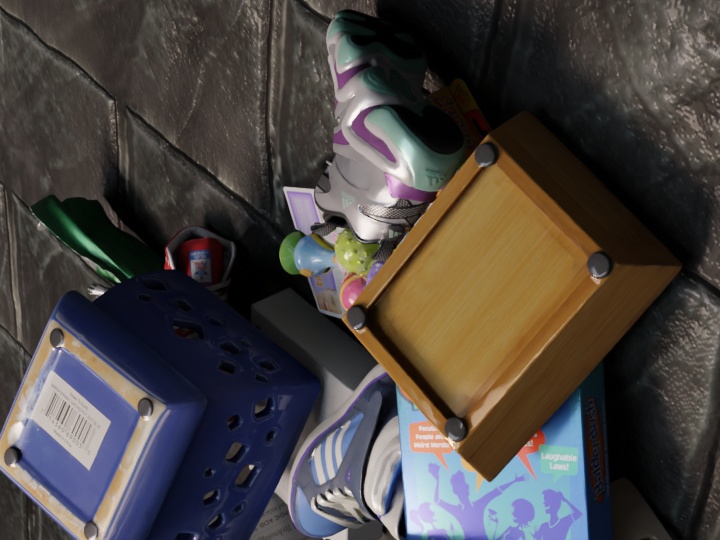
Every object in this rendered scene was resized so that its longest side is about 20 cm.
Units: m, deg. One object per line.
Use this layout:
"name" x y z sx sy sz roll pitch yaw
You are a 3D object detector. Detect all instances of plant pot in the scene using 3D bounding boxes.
"plant pot" -0.184 0.130 1.300 0.199 0.179 0.201 35 108 28

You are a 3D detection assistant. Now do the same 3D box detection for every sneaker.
"sneaker" 0.004 0.180 1.234 0.201 0.080 0.147 -56 23 26
"sneaker" -0.003 -0.088 1.091 0.140 0.077 0.201 -61 28 30
"sneaker" -0.143 0.046 1.421 0.113 0.071 0.201 104 153 -42

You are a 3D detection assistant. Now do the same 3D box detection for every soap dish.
"soap dish" 0.091 0.016 1.019 0.158 0.081 0.200 48 111 26

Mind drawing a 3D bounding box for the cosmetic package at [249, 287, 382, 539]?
"cosmetic package" -0.039 0.139 1.386 0.150 0.051 0.201 36 137 35

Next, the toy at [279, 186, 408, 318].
"toy" 0.000 0.000 1.200 0.199 0.047 0.116 12 123 53

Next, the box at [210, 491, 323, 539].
"box" -0.135 0.315 1.500 0.131 0.199 0.199 60 147 11

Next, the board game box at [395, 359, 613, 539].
"board game box" 0.101 0.127 1.096 0.151 0.045 0.202 -2 94 33

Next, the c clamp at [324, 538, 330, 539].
"c clamp" 0.041 0.231 1.229 0.171 0.198 0.027 56 -143 -82

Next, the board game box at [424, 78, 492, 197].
"board game box" 0.048 -0.058 1.161 0.096 0.030 0.200 59 145 9

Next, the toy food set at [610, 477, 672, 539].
"toy food set" 0.196 0.267 1.139 0.144 0.060 0.201 58 147 33

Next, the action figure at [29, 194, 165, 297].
"action figure" -0.238 0.001 1.549 0.200 0.118 0.055 40 115 16
